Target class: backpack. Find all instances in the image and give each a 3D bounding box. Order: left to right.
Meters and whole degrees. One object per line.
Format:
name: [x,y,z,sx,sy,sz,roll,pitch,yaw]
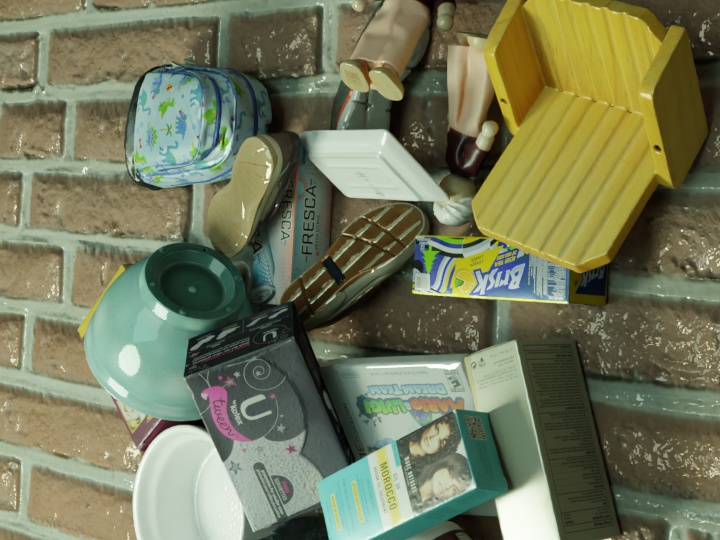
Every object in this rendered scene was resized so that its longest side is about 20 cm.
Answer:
backpack: [-0.198,-0.178,1.771,0.199,0.154,0.164,8,87,30]

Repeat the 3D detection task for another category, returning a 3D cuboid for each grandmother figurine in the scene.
grandmother figurine: [0.048,-0.274,1.523,0.121,0.061,0.200,22,66,18]
grandmother figurine: [0.110,-0.144,1.513,0.121,0.060,0.201,-107,24,-77]

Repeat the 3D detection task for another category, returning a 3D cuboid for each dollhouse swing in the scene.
dollhouse swing: [0.187,-0.133,1.363,0.200,0.182,0.176,25,62,40]

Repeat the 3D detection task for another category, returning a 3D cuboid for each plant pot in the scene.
plant pot: [-0.206,0.054,1.679,0.200,0.200,0.134,56,140,29]

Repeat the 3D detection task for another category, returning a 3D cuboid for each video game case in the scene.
video game case: [0.062,0.174,1.525,0.200,0.024,0.182,-6,112,42]

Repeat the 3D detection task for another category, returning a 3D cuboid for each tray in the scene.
tray: [0.007,-0.107,1.556,0.022,0.107,0.200,-53,25,-15]

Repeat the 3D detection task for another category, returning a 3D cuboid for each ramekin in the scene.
ramekin: [-0.173,0.283,1.742,0.200,0.098,0.201,-1,88,43]

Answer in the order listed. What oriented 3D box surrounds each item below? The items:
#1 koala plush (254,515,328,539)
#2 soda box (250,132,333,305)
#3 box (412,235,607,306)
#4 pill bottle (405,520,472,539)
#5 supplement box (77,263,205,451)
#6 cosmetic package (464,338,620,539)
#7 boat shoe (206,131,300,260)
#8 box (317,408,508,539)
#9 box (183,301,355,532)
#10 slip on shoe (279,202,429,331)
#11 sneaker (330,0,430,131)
koala plush: [-0.061,0.401,1.598,0.177,0.184,0.201,11,108,43]
soda box: [-0.078,-0.059,1.692,0.068,0.063,0.201,4,90,43]
box: [0.149,-0.001,1.474,0.200,0.070,0.065,4,90,43]
pill bottle: [0.087,0.326,1.484,0.200,0.109,0.110,46,118,30]
supplement box: [-0.249,0.106,1.816,0.131,0.103,0.200,-50,57,29]
cosmetic package: [0.177,0.171,1.419,0.073,0.103,0.201,-22,72,41]
boat shoe: [-0.118,-0.084,1.644,0.072,0.065,0.200,53,141,21]
box: [0.048,0.212,1.427,0.200,0.049,0.083,-33,59,36]
box: [-0.096,0.159,1.577,0.132,0.115,0.200,-21,108,3]
slip on shoe: [0.000,0.000,1.622,0.200,0.061,0.076,-42,59,12]
sneaker: [0.008,-0.225,1.614,0.082,0.077,0.200,33,101,59]
